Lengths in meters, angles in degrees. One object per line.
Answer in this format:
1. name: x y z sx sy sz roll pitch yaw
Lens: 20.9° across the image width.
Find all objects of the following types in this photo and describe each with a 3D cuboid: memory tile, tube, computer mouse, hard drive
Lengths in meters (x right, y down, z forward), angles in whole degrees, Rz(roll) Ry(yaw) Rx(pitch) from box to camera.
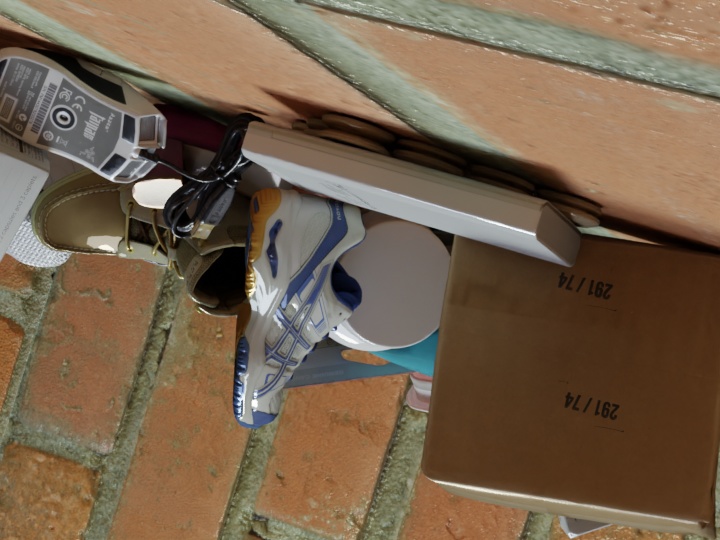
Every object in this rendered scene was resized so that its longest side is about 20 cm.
1. memory tile: 0.054 -0.063 1.303 0.198 0.017 0.153 19 177 -14
2. tube: 0.069 0.064 1.503 0.077 0.051 0.200 7 180 -25
3. computer mouse: -0.172 -0.104 1.376 0.199 0.110 0.044 28 -146 -6
4. hard drive: 0.036 -0.049 1.262 0.198 0.026 0.132 16 177 18

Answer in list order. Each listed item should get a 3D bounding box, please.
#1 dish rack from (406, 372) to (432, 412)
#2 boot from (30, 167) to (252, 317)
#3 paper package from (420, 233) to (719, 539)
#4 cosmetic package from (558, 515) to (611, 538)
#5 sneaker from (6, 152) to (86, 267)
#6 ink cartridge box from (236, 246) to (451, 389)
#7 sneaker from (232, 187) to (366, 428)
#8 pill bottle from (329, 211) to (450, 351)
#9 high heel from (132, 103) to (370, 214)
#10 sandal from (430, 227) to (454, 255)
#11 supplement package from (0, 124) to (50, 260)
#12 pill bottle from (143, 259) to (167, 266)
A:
1. dish rack: 0.144 0.055 1.676 0.171 0.044 0.200 5 -146 45
2. boot: -0.144 -0.022 1.471 0.198 0.073 0.155 -3 -153 -13
3. paper package: 0.154 0.073 1.335 0.198 0.192 0.103 7 170 13
4. cosmetic package: 0.174 0.092 1.498 0.101 0.202 0.074 -18 177 0
5. sneaker: -0.299 -0.081 1.591 0.199 0.115 0.075 21 139 14
6. ink cartridge box: -0.002 0.039 1.657 0.198 0.044 0.174 -7 -134 -13
7. sneaker: -0.044 0.036 1.389 0.087 0.201 0.076 5 -142 -8
8. pill bottle: 0.000 0.000 1.519 0.115 0.117 0.200 18 180 -16
9. high heel: -0.071 -0.090 1.450 0.198 0.097 0.068 5 137 -2
10. sandal: 0.073 -0.022 1.569 0.081 0.055 0.200 18 177 -13
11. supplement package: -0.351 -0.084 1.411 0.199 0.152 0.151 23 -157 -26
12. pill bottle: -0.183 -0.066 1.715 0.111 0.113 0.200 16 176 29
